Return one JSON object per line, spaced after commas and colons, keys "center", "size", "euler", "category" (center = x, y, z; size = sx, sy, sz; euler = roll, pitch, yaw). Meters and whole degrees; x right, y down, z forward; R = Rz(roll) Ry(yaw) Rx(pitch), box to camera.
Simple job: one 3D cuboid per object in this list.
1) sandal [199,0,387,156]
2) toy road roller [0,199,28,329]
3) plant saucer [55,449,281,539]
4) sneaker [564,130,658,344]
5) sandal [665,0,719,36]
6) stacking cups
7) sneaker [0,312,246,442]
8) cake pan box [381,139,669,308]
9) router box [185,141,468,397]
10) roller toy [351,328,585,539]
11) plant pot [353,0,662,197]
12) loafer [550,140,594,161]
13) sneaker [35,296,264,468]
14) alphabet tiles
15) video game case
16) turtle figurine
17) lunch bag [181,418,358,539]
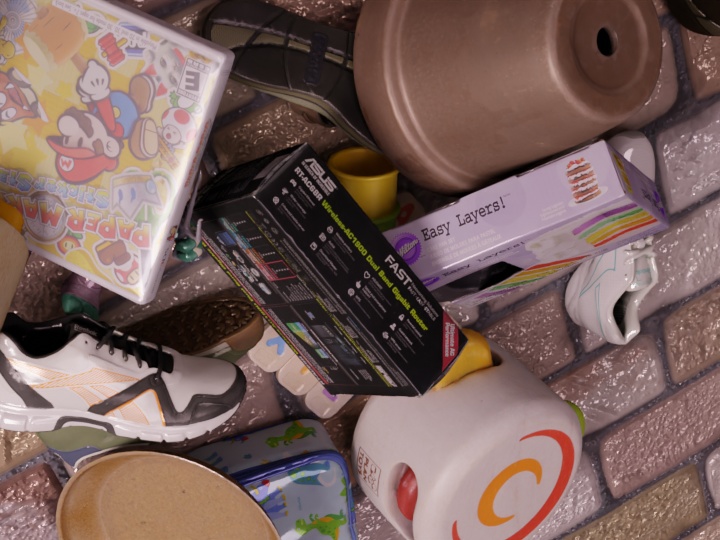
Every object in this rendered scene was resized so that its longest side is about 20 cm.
{"center": [-0.032, -0.149, 1.064], "size": [0.200, 0.057, 0.080], "euler": [25, 76, -21], "category": "sandal"}
{"center": [-0.322, 0.027, 0.935], "size": [0.146, 0.123, 0.200], "euler": [24, 140, -17], "category": "toy road roller"}
{"center": [-0.148, 0.217, 1.130], "size": [0.199, 0.035, 0.201], "euler": [7, 122, 12], "category": "plant saucer"}
{"center": [0.241, -0.026, 1.255], "size": [0.070, 0.080, 0.201], "euler": [-7, 116, -22], "category": "sneaker"}
{"center": [0.274, -0.272, 1.147], "size": [0.200, 0.082, 0.055], "euler": [47, 68, -42], "category": "sandal"}
{"center": [0.000, 0.000, 1.143], "size": [0.060, 0.061, 0.201], "euler": [-11, 123, -22], "category": "stacking cups"}
{"center": [-0.179, 0.075, 1.016], "size": [0.199, 0.074, 0.080], "euler": [2, 119, -16], "category": "sneaker"}
{"center": [0.131, -0.031, 1.101], "size": [0.199, 0.053, 0.184], "euler": [-22, 164, 18], "category": "cake pan box"}
{"center": [-0.030, 0.006, 1.045], "size": [0.062, 0.150, 0.200], "euler": [-46, 108, -24], "category": "router box"}
{"center": [0.088, 0.156, 1.228], "size": [0.183, 0.140, 0.200], "euler": [-52, 140, 4], "category": "roller toy"}
{"center": [0.120, -0.157, 1.023], "size": [0.200, 0.174, 0.201], "euler": [-1, 92, -34], "category": "plant pot"}
{"center": [0.125, -0.094, 1.171], "size": [0.199, 0.063, 0.072], "euler": [16, 73, -30], "category": "loafer"}
{"center": [-0.166, 0.094, 1.117], "size": [0.199, 0.067, 0.090], "euler": [-22, 127, -12], "category": "sneaker"}
{"center": [0.004, 0.033, 1.202], "size": [0.196, 0.015, 0.200], "euler": [-45, 126, 0], "category": "alphabet tiles"}
{"center": [-0.201, -0.099, 0.939], "size": [0.183, 0.199, 0.023], "euler": [-69, 168, 17], "category": "video game case"}
{"center": [-0.170, -0.062, 1.006], "size": [0.150, 0.101, 0.200], "euler": [43, 107, -3], "category": "turtle figurine"}
{"center": [-0.083, 0.241, 1.225], "size": [0.160, 0.082, 0.201], "euler": [-13, 120, -15], "category": "lunch bag"}
